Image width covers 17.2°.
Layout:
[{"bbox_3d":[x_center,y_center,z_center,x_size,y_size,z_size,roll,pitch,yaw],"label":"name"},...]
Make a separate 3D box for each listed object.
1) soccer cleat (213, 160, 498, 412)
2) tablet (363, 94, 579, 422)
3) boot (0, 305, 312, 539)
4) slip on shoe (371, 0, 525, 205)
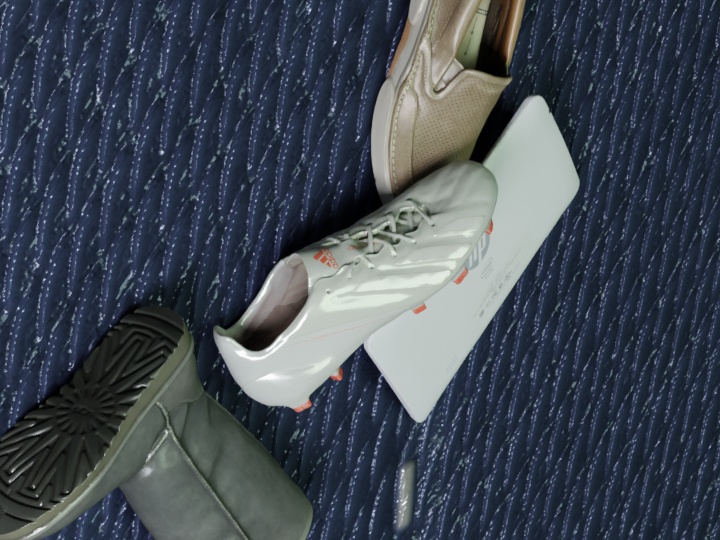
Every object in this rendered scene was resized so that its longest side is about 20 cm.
[{"bbox_3d":[0.000,0.000,1.420,0.200,0.069,0.078,-43,129,-4],"label":"soccer cleat"},{"bbox_3d":[0.075,-0.006,1.533,0.200,0.014,0.130,-56,151,-14],"label":"tablet"},{"bbox_3d":[-0.121,0.140,1.382,0.182,0.073,0.200,-45,140,-21],"label":"boot"},{"bbox_3d":[0.061,-0.118,1.457,0.076,0.061,0.200,4,103,-47],"label":"slip on shoe"}]
